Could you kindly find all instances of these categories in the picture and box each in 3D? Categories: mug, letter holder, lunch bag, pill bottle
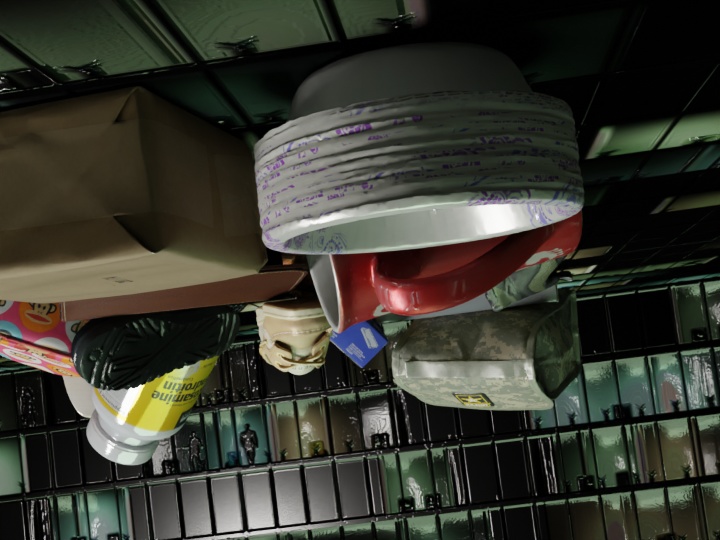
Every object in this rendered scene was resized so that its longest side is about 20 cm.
[{"bbox_3d":[0.066,-0.024,0.937,0.199,0.178,0.134,-14,146,-10],"label":"mug"},{"bbox_3d":[-0.155,-0.025,1.017,0.199,0.101,0.142,-6,172,-14],"label":"letter holder"},{"bbox_3d":[-0.362,0.052,1.275,0.199,0.082,0.176,24,160,-21],"label":"lunch bag"},{"bbox_3d":[0.141,0.092,1.347,0.163,0.118,0.200,-1,-168,25],"label":"lunch bag"},{"bbox_3d":[-0.224,0.111,1.323,0.112,0.112,0.200,-1,129,-46],"label":"pill bottle"}]

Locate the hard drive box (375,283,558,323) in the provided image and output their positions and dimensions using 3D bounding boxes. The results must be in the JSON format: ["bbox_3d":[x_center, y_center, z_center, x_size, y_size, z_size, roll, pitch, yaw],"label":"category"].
[{"bbox_3d":[0.109,-0.009,1.369,0.199,0.077,0.156,-7,-166,2],"label":"hard drive box"}]

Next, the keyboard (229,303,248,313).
[{"bbox_3d":[-0.180,0.034,1.404,0.200,0.040,0.104,-5,143,-51],"label":"keyboard"}]

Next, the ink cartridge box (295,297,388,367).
[{"bbox_3d":[-0.031,0.032,1.366,0.044,0.094,0.200,-45,-162,6],"label":"ink cartridge box"}]

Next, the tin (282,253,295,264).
[{"bbox_3d":[-0.113,-0.012,1.269,0.111,0.042,0.200,-4,173,0],"label":"tin"}]

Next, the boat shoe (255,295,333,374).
[{"bbox_3d":[-0.056,0.061,1.126,0.073,0.070,0.200,-6,177,-9],"label":"boat shoe"}]

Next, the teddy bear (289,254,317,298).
[{"bbox_3d":[0.000,0.000,1.181,0.199,0.067,0.145,14,165,-42],"label":"teddy bear"}]

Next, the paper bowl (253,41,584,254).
[{"bbox_3d":[0.033,-0.074,0.756,0.200,0.105,0.201,-8,174,-1],"label":"paper bowl"}]

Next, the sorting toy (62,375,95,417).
[{"bbox_3d":[-0.281,0.077,1.429,0.199,0.181,0.107,-3,173,-40],"label":"sorting toy"}]

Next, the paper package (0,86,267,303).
[{"bbox_3d":[-0.184,-0.040,0.825,0.190,0.104,0.200,-9,174,12],"label":"paper package"}]

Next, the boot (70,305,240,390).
[{"bbox_3d":[-0.235,0.031,1.163,0.168,0.077,0.200,33,-154,29],"label":"boot"}]

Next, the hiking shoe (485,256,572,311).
[{"bbox_3d":[0.149,-0.046,1.122,0.100,0.076,0.200,-18,145,-1],"label":"hiking shoe"}]
